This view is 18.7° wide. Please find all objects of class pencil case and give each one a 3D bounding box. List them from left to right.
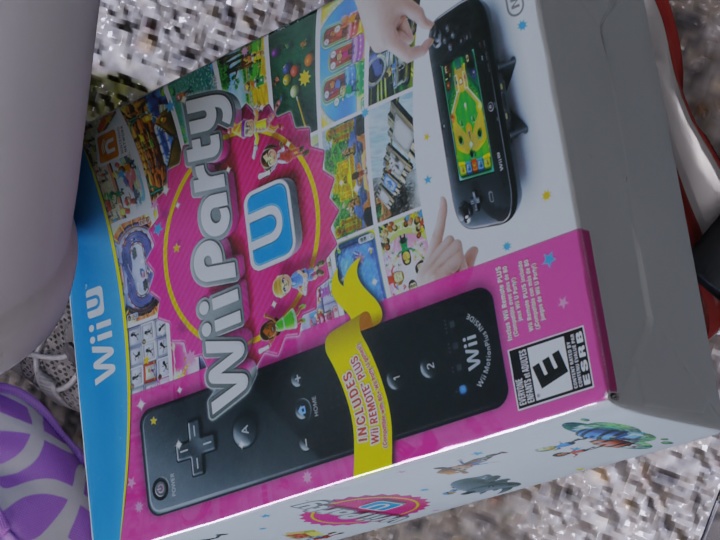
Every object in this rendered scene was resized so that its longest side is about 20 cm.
[{"bbox_3d":[-0.179,0.121,0.790,0.200,0.086,0.084,-38,94,22],"label":"pencil case"}]

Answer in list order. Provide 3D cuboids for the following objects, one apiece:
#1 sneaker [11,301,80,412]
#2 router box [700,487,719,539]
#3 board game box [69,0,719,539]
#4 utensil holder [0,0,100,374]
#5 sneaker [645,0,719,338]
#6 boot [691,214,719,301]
[{"bbox_3d":[-0.079,0.026,0.788,0.200,0.082,0.075,20,106,9],"label":"sneaker"},{"bbox_3d":[0.170,0.188,0.774,0.157,0.052,0.200,21,106,10],"label":"router box"},{"bbox_3d":[0.000,0.000,0.671,0.200,0.064,0.148,-22,68,37],"label":"board game box"},{"bbox_3d":[-0.154,-0.087,0.631,0.170,0.170,0.200,20,121,10],"label":"utensil holder"},{"bbox_3d":[0.048,-0.045,0.715,0.200,0.115,0.078,58,150,-2],"label":"sneaker"},{"bbox_3d":[0.165,-0.075,0.697,0.165,0.066,0.200,34,100,5],"label":"boot"}]
